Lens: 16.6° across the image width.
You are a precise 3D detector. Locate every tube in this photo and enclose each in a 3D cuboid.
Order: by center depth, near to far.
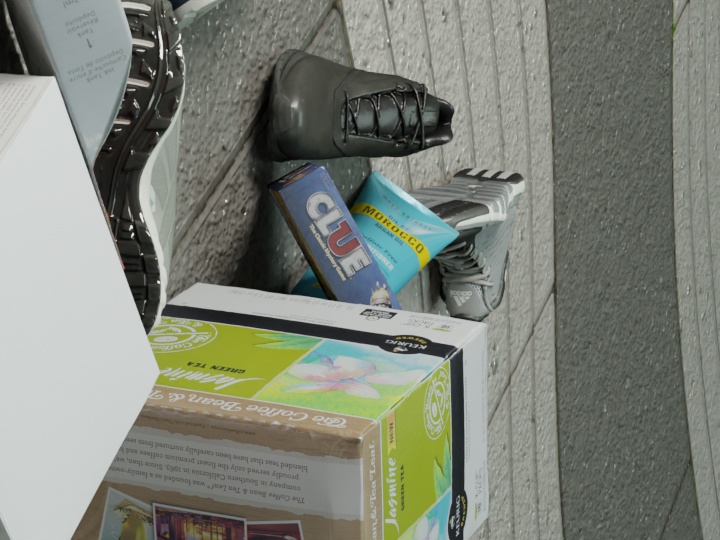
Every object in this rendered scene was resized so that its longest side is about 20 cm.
[{"bbox_3d":[0.000,0.000,1.720,0.050,0.077,0.200,-49,-179,39],"label":"tube"}]

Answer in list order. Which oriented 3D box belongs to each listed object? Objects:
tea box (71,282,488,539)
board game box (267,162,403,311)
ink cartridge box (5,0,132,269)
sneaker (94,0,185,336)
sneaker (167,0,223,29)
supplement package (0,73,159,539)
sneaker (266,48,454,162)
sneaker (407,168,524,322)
[{"bbox_3d":[-0.050,0.108,1.441,0.197,0.199,0.135,-39,132,-60],"label":"tea box"},{"bbox_3d":[0.006,0.027,1.576,0.201,0.034,0.135,61,-3,-6],"label":"board game box"},{"bbox_3d":[-0.147,-0.126,1.228,0.163,0.057,0.201,58,-9,48],"label":"ink cartridge box"},{"bbox_3d":[-0.135,-0.057,1.380,0.079,0.073,0.202,-37,132,-87],"label":"sneaker"},{"bbox_3d":[-0.084,-0.208,1.453,0.081,0.076,0.200,53,21,-9],"label":"sneaker"},{"bbox_3d":[-0.196,0.028,1.183,0.201,0.110,0.156,75,30,-42],"label":"supplement package"},{"bbox_3d":[0.001,-0.108,1.656,0.200,0.090,0.077,-15,110,-65],"label":"sneaker"},{"bbox_3d":[0.080,-0.008,1.896,0.200,0.074,0.116,-25,121,-65],"label":"sneaker"}]
